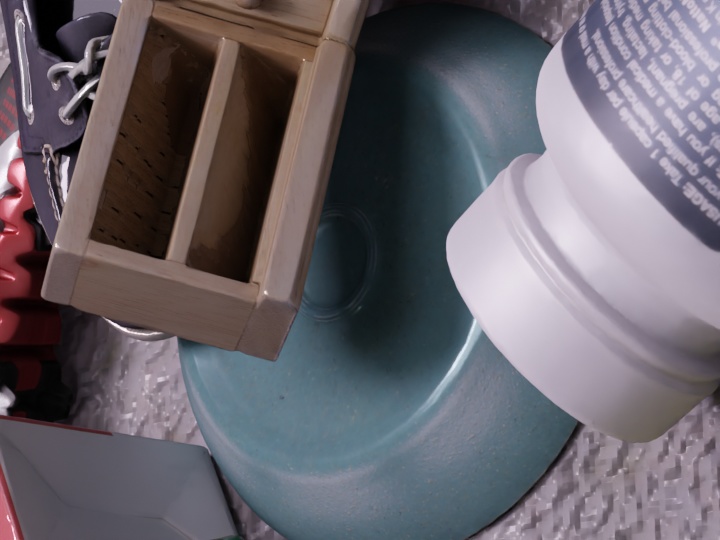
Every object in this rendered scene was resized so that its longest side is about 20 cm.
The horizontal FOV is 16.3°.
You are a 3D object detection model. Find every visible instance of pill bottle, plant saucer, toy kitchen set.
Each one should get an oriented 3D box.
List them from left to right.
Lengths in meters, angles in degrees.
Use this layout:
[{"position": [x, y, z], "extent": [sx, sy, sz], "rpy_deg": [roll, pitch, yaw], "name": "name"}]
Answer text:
[{"position": [0.000, 0.000, 0.870], "extent": [0.200, 0.036, 0.200], "rpy_deg": [-11, 73, 39], "name": "plant saucer"}, {"position": [0.013, -0.090, 0.766], "extent": [0.200, 0.163, 0.181], "rpy_deg": [116, 168, -61], "name": "toy kitchen set"}, {"position": [0.121, -0.049, 0.719], "extent": [0.200, 0.120, 0.120], "rpy_deg": [-46, 54, 23], "name": "pill bottle"}]

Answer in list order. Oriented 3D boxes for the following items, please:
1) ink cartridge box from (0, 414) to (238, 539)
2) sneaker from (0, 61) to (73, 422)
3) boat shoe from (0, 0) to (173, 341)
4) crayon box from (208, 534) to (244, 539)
[{"position": [-0.150, 0.136, 0.912], "extent": [0.200, 0.116, 0.068], "rpy_deg": [-39, 58, 27], "name": "ink cartridge box"}, {"position": [-0.147, -0.014, 0.966], "extent": [0.098, 0.071, 0.201], "rpy_deg": [18, 92, 22], "name": "sneaker"}, {"position": [-0.099, -0.073, 0.887], "extent": [0.073, 0.063, 0.200], "rpy_deg": [-16, 76, 12], "name": "boat shoe"}, {"position": [-0.038, 0.204, 0.807], "extent": [0.200, 0.052, 0.126], "rpy_deg": [65, 151, 31], "name": "crayon box"}]
